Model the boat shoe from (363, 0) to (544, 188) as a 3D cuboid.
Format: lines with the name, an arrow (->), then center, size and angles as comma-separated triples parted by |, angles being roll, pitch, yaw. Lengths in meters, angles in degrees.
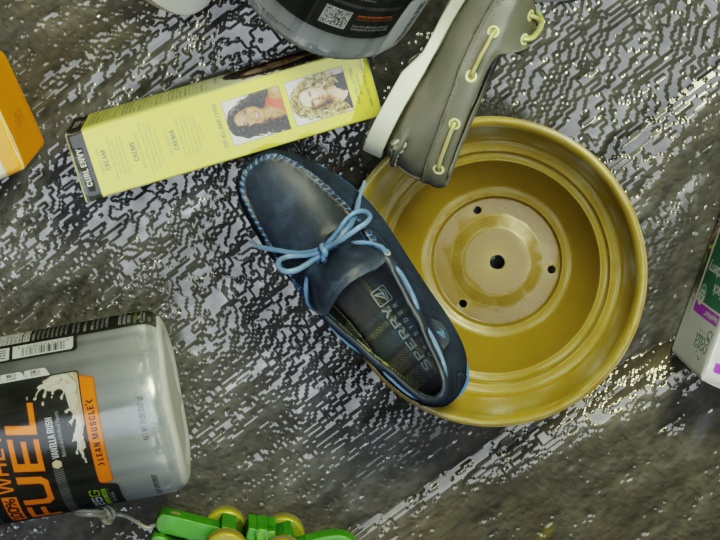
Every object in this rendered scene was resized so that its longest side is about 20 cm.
boat shoe -> 0.076, -0.145, 1.081 | 0.060, 0.072, 0.202 | 32, 105, 2

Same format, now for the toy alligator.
toy alligator -> -0.102, 0.195, 1.213 | 0.199, 0.059, 0.054 | 7, 100, -5

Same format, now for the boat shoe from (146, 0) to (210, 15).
boat shoe -> -0.165, -0.246, 1.121 | 0.071, 0.070, 0.200 | -50, 126, -11

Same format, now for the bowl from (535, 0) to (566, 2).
bowl -> 0.127, -0.270, 1.124 | 0.200, 0.094, 0.201 | -1, 102, -3

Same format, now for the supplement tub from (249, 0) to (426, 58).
supplement tub -> 0.012, -0.227, 1.036 | 0.122, 0.200, 0.123 | 11, 58, -19

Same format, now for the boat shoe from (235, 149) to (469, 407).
boat shoe -> 0.000, 0.000, 1.104 | 0.200, 0.069, 0.084 | 43, 99, 2

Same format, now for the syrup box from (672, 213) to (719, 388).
syrup box -> 0.287, -0.015, 1.191 | 0.081, 0.079, 0.200 | 18, 99, -8

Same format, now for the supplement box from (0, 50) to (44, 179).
supplement box -> -0.310, -0.066, 1.115 | 0.200, 0.126, 0.074 | -23, 102, 0

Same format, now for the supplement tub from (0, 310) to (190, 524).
supplement tub -> -0.218, 0.102, 1.156 | 0.199, 0.123, 0.123 | -11, 101, -2

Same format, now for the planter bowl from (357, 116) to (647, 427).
planter bowl -> 0.089, -0.003, 1.169 | 0.200, 0.083, 0.201 | 1, 96, 8

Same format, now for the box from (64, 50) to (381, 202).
box -> -0.089, -0.100, 1.152 | 0.200, 0.075, 0.050 | -17, 103, -2
